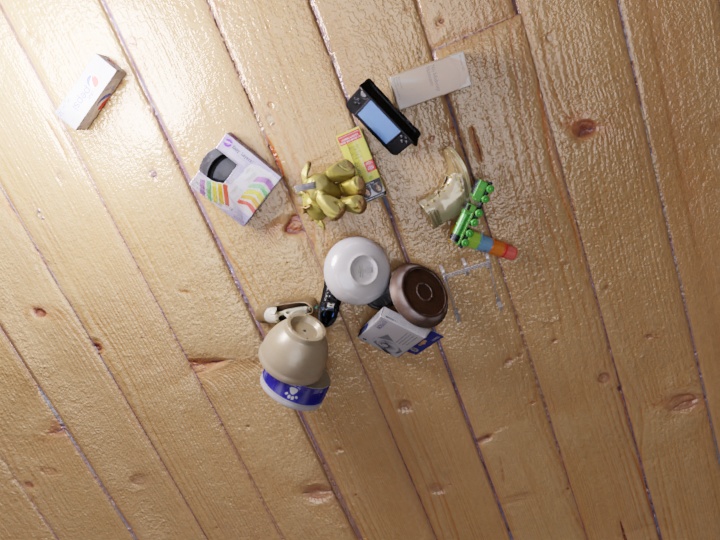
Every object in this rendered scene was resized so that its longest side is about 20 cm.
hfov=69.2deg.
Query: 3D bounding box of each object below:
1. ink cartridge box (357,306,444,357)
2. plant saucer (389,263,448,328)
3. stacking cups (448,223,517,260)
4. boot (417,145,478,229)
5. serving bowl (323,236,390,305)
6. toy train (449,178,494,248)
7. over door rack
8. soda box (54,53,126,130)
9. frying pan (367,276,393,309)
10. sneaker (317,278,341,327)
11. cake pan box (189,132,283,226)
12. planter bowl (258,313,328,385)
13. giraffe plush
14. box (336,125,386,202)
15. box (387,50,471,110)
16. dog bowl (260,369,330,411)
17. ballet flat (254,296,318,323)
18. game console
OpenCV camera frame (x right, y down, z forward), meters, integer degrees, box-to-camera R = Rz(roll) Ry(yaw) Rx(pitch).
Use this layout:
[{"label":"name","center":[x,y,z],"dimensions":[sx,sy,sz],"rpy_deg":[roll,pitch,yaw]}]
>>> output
[{"label":"ink cartridge box","center":[0.114,0.197,1.537],"dimensions":[0.200,0.041,0.200],"rpy_deg":[25,149,-8]},{"label":"plant saucer","center":[0.176,0.065,1.492],"dimensions":[0.200,0.200,0.032],"rpy_deg":[37,143,-11]},{"label":"stacking cups","center":[0.358,-0.080,1.518],"dimensions":[0.199,0.061,0.061],"rpy_deg":[18,106,-11]},{"label":"boot","center":[0.229,-0.228,1.456],"dimensions":[0.155,0.073,0.200],"rpy_deg":[-24,112,2]},{"label":"serving bowl","center":[0.000,0.000,1.485],"dimensions":[0.199,0.066,0.201],"rpy_deg":[1,87,-20]},{"label":"toy train","center":[0.303,-0.157,1.435],"dimensions":[0.056,0.042,0.201],"rpy_deg":[21,102,-12]},{"label":"over door rack","center":[0.326,0.045,1.546],"dimensions":[0.147,0.067,0.200],"rpy_deg":[-18,119,9]},{"label":"soda box","center":[-0.712,-0.468,1.378],"dimensions":[0.068,0.063,0.200],"rpy_deg":[39,102,-10]},{"label":"frying pan","center":[0.049,0.034,1.559],"dimensions":[0.115,0.031,0.191],"rpy_deg":[-20,109,4]},{"label":"sneaker","center":[-0.077,0.074,1.523],"dimensions":[0.073,0.112,0.201],"rpy_deg":[11,106,-5]},{"label":"cake pan box","center":[-0.347,-0.255,1.455],"dimensions":[0.200,0.052,0.184],"rpy_deg":[40,100,-11]},{"label":"planter bowl","center":[-0.175,0.208,1.488],"dimensions":[0.200,0.200,0.135],"rpy_deg":[23,117,-7]},{"label":"giraffe plush","center":[-0.096,-0.193,1.425],"dimensions":[0.199,0.162,0.173],"rpy_deg":[1,71,-17]},{"label":"box","center":[0.004,-0.292,1.447],"dimensions":[0.075,0.050,0.201],"rpy_deg":[-21,106,6]},{"label":"box","center":[0.181,-0.497,1.373],"dimensions":[0.199,0.078,0.095],"rpy_deg":[-19,106,5]},{"label":"dog bowl","center":[-0.192,0.324,1.551],"dimensions":[0.200,0.200,0.079],"rpy_deg":[24,103,-8]},{"label":"ballet flat","center":[-0.224,0.126,1.557],"dimensions":[0.199,0.072,0.068],"rpy_deg":[-9,107,2]},{"label":"game console","center":[0.049,-0.380,1.345],"dimensions":[0.200,0.116,0.176],"rpy_deg":[44,145,-12]}]
